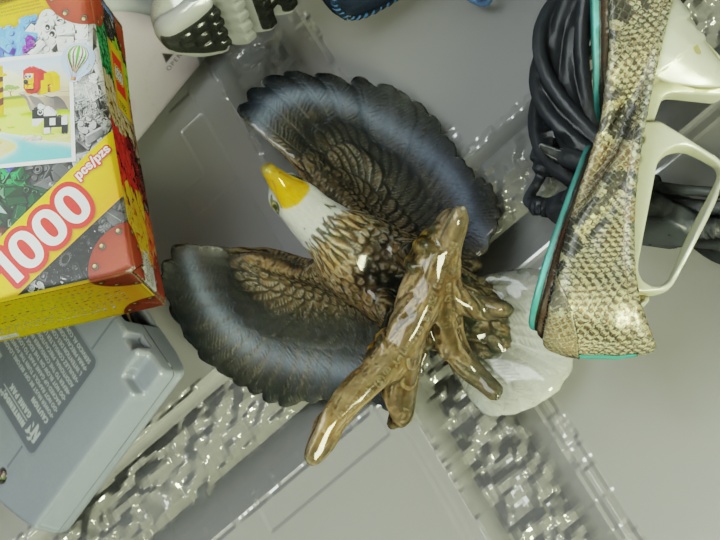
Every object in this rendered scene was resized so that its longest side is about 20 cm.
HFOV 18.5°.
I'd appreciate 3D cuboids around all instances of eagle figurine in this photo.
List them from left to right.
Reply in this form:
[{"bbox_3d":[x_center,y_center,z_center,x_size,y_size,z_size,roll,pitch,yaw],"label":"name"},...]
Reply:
[{"bbox_3d":[-0.003,-0.006,1.058,0.151,0.152,0.200,-19,18,-16],"label":"eagle figurine"}]

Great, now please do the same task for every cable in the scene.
[{"bbox_3d":[0.170,-0.086,1.022,0.199,0.051,0.165,7,73,35],"label":"cable"}]

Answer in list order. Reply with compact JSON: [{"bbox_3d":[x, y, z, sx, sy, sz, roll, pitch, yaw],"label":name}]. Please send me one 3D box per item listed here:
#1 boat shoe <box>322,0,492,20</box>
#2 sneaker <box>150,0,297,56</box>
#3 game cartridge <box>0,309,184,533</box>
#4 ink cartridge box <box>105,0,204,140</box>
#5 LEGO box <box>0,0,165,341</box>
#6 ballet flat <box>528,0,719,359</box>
[{"bbox_3d":[0.062,-0.186,1.094,0.200,0.084,0.069,-38,62,18],"label":"boat shoe"},{"bbox_3d":[-0.044,-0.192,1.135,0.081,0.075,0.200,37,72,15],"label":"sneaker"},{"bbox_3d":[-0.180,0.036,1.182,0.134,0.040,0.200,-49,54,17],"label":"game cartridge"},{"bbox_3d":[-0.159,-0.156,1.145,0.163,0.200,0.057,-49,47,9],"label":"ink cartridge box"},{"bbox_3d":[-0.208,-0.041,1.087,0.198,0.077,0.150,-13,76,5],"label":"LEGO box"},{"bbox_3d":[0.125,-0.057,0.975,0.075,0.068,0.202,8,80,11],"label":"ballet flat"}]
